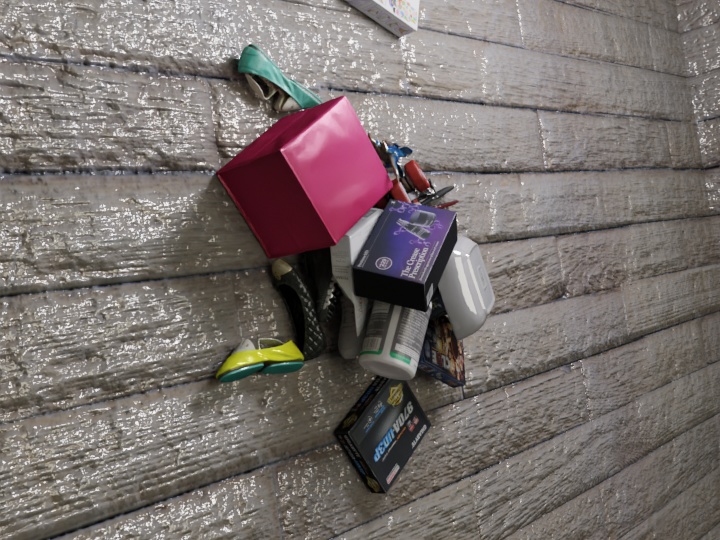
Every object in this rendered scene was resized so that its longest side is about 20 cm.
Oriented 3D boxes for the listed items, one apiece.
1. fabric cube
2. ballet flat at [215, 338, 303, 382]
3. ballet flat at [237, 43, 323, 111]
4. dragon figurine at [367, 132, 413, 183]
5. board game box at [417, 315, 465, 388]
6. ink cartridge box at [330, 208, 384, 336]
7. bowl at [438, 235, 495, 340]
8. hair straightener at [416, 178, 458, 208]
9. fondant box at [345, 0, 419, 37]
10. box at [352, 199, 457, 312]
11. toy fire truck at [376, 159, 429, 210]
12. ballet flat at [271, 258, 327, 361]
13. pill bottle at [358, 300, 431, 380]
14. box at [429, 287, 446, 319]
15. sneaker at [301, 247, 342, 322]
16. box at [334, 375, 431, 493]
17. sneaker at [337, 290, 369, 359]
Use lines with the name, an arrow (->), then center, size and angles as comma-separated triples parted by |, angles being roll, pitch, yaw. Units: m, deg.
fabric cube -> -0.100, -0.165, 1.518 | 0.200, 0.199, 0.197 | -48, 117, -37
ballet flat -> -0.183, 0.154, 1.476 | 0.199, 0.067, 0.068 | -1, 62, -49
ballet flat -> -0.159, -0.348, 1.596 | 0.199, 0.067, 0.071 | 33, 84, -37
dragon figurine -> 0.064, -0.217, 1.614 | 0.099, 0.200, 0.059 | 12, 106, -31
board game box -> 0.161, 0.157, 1.760 | 0.200, 0.034, 0.137 | 32, 51, -51
ink cartridge box -> 0.000, 0.000, 1.598 | 0.162, 0.056, 0.202 | -41, 136, -57
bowl -> 0.213, 0.025, 1.689 | 0.200, 0.074, 0.202 | -34, 106, -70
hair straightener -> 0.147, -0.167, 1.895 | 0.199, 0.041, 0.078 | -21, 97, -42
fondant box -> 0.049, -0.633, 1.860 | 0.199, 0.058, 0.146 | 20, 69, -41
box -> 0.086, -0.032, 1.550 | 0.079, 0.140, 0.201 | 80, 28, -43
toy fire truck -> 0.108, -0.127, 1.723 | 0.169, 0.111, 0.200 | 58, 9, -2
ballet flat -> -0.119, 0.073, 1.548 | 0.057, 0.066, 0.202 | -29, 102, -33
pill bottle -> 0.073, 0.097, 1.591 | 0.113, 0.112, 0.202 | 33, 65, -37
box -> 0.150, 0.018, 1.759 | 0.159, 0.051, 0.200 | 61, 18, 9
sneaker -> -0.074, -0.001, 1.603 | 0.066, 0.089, 0.203 | 53, 47, -72
box -> 0.049, 0.321, 1.687 | 0.200, 0.046, 0.160 | -46, 114, -41
sneaker -> -0.019, 0.077, 1.641 | 0.100, 0.074, 0.202 | 47, 42, -42
